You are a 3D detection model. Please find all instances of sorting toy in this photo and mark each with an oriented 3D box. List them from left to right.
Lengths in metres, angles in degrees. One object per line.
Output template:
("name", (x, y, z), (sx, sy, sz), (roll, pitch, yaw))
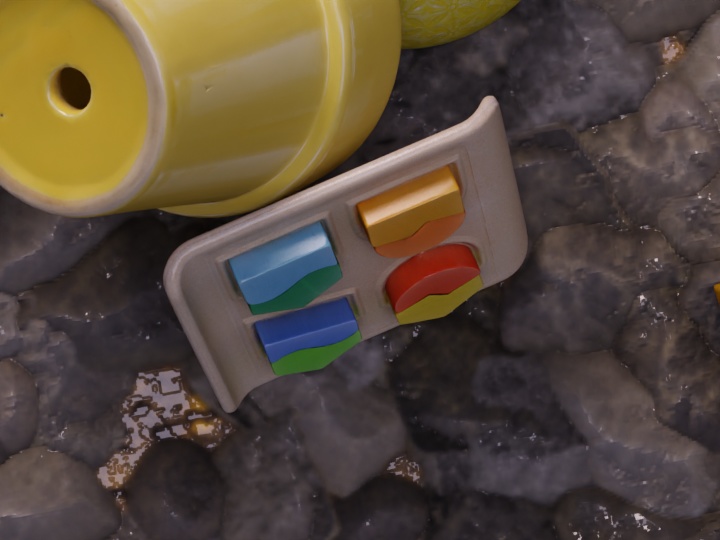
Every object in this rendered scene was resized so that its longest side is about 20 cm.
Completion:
("sorting toy", (0.000, 0.000, 1.618), (0.199, 0.185, 0.037), (-27, 64, -4))

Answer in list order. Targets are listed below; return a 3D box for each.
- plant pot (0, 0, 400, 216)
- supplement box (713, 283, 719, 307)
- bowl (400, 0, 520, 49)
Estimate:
("plant pot", (-0.107, -0.113, 1.546), (0.200, 0.189, 0.202), (9, 111, 25))
("supplement box", (0.276, 0.050, 1.628), (0.108, 0.200, 0.110), (-18, 96, -3))
("bowl", (0.026, -0.221, 1.636), (0.199, 0.108, 0.201), (0, 94, -5))
